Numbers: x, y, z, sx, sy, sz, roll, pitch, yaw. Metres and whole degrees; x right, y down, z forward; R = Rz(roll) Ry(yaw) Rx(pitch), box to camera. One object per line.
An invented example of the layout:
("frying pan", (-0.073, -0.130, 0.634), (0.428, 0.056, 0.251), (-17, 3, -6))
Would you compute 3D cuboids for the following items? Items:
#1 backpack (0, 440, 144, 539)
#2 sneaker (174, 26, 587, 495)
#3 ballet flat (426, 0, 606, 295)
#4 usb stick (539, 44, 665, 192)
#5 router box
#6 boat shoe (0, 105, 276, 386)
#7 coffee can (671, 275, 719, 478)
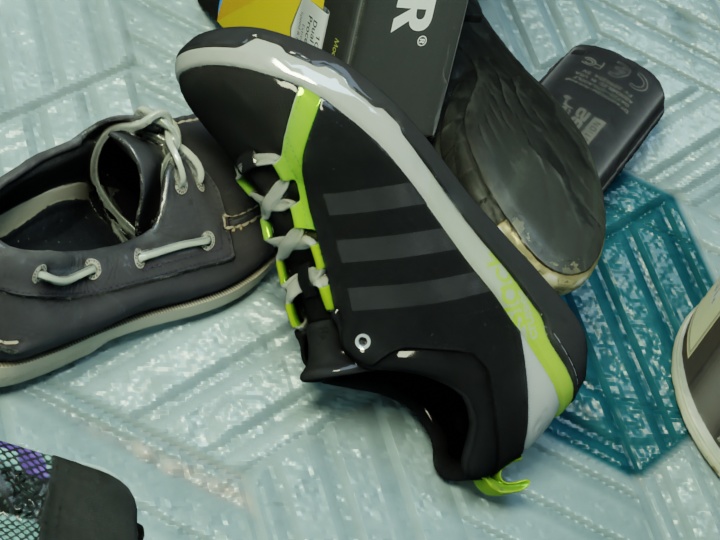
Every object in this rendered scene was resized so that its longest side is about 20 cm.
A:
("backpack", (-0.165, 0.116, 0.510), (0.198, 0.178, 0.151), (16, 38, -9))
("sneaker", (0.000, 0.000, 0.768), (0.200, 0.072, 0.083), (44, 67, -8))
("ballet flat", (0.045, -0.055, 0.863), (0.066, 0.057, 0.201), (10, 35, -31))
("usb stick", (0.073, -0.038, 0.902), (0.055, 0.033, 0.200), (29, 41, 12))
("router box", (0.000, -0.172, 0.833), (0.051, 0.202, 0.149), (1, 25, -28))
("boat shoe", (-0.077, -0.024, 0.778), (0.073, 0.063, 0.199), (41, 41, 16))
("coffee can", (0.229, -0.002, 0.827), (0.145, 0.201, 0.147), (15, 44, -15))
